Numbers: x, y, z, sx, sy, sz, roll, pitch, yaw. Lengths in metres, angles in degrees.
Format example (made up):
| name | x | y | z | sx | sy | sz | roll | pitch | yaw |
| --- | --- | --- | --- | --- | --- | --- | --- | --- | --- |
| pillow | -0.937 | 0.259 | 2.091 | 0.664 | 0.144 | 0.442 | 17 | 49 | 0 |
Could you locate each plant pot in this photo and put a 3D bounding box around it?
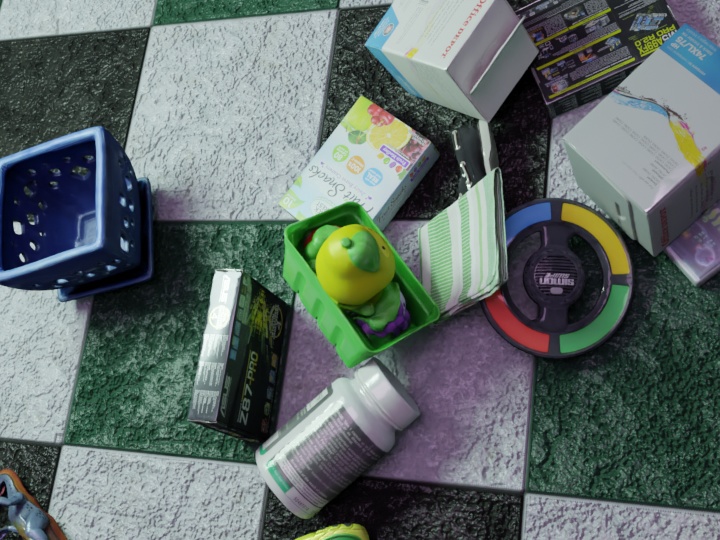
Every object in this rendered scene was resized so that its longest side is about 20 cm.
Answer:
| name | x | y | z | sx | sy | sz | roll | pitch | yaw |
| --- | --- | --- | --- | --- | --- | --- | --- | --- | --- |
| plant pot | -0.418 | -0.069 | 1.411 | 0.198 | 0.180 | 0.202 | -14 | 67 | 16 |

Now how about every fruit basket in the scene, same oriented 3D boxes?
| name | x | y | z | sx | sy | sz | roll | pitch | yaw |
| --- | --- | --- | --- | --- | --- | --- | --- | --- | --- |
| fruit basket | 0.000 | 0.000 | 1.172 | 0.155 | 0.217 | 0.215 | -24 | 55 | -37 |

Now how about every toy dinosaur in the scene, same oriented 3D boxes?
| name | x | y | z | sx | sy | sz | roll | pitch | yaw |
| --- | --- | --- | --- | --- | --- | --- | --- | --- | --- |
| toy dinosaur | -0.486 | 0.366 | 1.364 | 0.106 | 0.198 | 0.182 | -62 | 30 | 30 |

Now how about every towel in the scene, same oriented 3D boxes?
| name | x | y | z | sx | sy | sz | roll | pitch | yaw |
| --- | --- | --- | --- | --- | --- | --- | --- | --- | --- |
| towel | 0.125 | -0.022 | 1.197 | 0.023 | 0.200 | 0.154 | 8 | 68 | -21 |

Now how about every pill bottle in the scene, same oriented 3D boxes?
| name | x | y | z | sx | sy | sz | roll | pitch | yaw |
| --- | --- | --- | --- | --- | --- | --- | --- | --- | --- |
| pill bottle | -0.028 | 0.211 | 1.199 | 0.200 | 0.113 | 0.113 | -41 | 63 | 4 |

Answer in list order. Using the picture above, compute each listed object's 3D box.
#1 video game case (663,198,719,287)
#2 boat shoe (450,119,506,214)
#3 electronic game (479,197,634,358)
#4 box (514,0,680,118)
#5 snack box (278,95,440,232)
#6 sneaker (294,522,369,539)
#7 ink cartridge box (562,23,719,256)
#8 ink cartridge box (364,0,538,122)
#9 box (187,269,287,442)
| name | x | y | z | sx | sy | sz | roll | pitch | yaw |
| --- | --- | --- | --- | --- | --- | --- | --- | --- | --- |
| video game case | 0.430 | -0.109 | 1.183 | 0.181 | 0.023 | 0.201 | -38 | 63 | 5 |
| boat shoe | 0.158 | -0.113 | 1.262 | 0.060 | 0.074 | 0.202 | -12 | 66 | 17 |
| electronic game | 0.243 | 0.009 | 1.174 | 0.197 | 0.042 | 0.203 | 0 | 83 | 1 |
| box | 0.322 | -0.322 | 1.287 | 0.198 | 0.044 | 0.162 | -24 | 66 | 13 |
| snack box | -0.002 | -0.130 | 1.341 | 0.142 | 0.053 | 0.201 | 37 | 89 | 28 |
| sneaker | -0.077 | 0.385 | 1.180 | 0.198 | 0.074 | 0.084 | -26 | 61 | 11 |
| ink cartridge box | 0.371 | -0.151 | 1.127 | 0.200 | 0.147 | 0.146 | -42 | 62 | 2 |
| ink cartridge box | 0.132 | -0.302 | 1.279 | 0.199 | 0.125 | 0.129 | 33 | 85 | 45 |
| box | -0.160 | 0.117 | 1.257 | 0.049 | 0.161 | 0.202 | 1 | 72 | 21 |
